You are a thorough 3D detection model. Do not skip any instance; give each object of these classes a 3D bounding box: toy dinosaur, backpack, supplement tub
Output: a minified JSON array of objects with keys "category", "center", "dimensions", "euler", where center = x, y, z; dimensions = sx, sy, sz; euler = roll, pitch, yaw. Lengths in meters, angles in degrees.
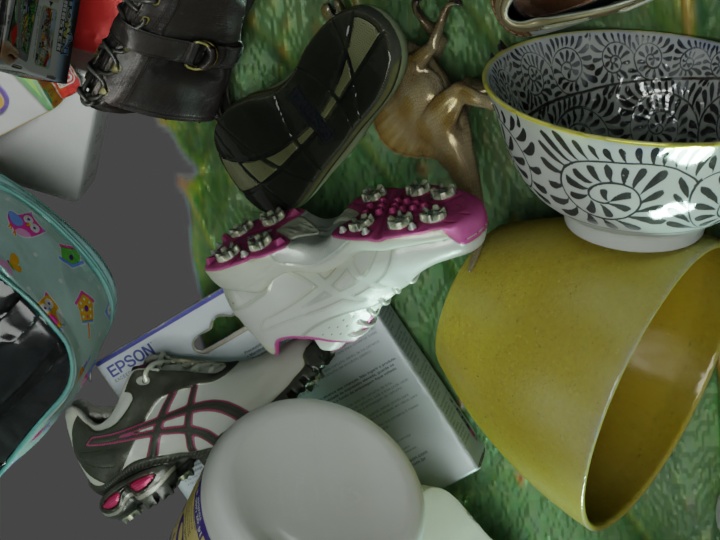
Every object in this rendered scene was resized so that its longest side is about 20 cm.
[{"category":"toy dinosaur","center":[0.056,-0.104,1.560],"dimensions":[0.101,0.058,0.201],"euler":[-38,74,20]},{"category":"backpack","center":[-0.254,0.029,1.611],"dimensions":[0.176,0.154,0.200],"euler":[41,137,-5]},{"category":"supplement tub","center":[-0.052,0.189,1.573],"dimensions":[0.145,0.146,0.200],"euler":[27,142,-1]}]

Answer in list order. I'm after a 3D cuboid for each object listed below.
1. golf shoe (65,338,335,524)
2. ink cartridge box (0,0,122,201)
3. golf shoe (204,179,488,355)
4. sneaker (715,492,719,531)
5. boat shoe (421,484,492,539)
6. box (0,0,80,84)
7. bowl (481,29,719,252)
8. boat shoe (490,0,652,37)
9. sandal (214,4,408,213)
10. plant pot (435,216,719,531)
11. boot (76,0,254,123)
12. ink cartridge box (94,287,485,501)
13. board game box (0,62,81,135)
[{"category":"golf shoe","center":[-0.111,0.088,1.619],"dimensions":[0.199,0.077,0.088],"euler":[-32,92,19]},{"category":"ink cartridge box","center":[-0.258,-0.158,1.608],"dimensions":[0.199,0.045,0.177],"euler":[16,113,3]},{"category":"golf shoe","center":[0.000,0.000,1.539],"dimensions":[0.199,0.075,0.092],"euler":[-10,114,32]},{"category":"sneaker","center":[0.302,0.119,1.586],"dimensions":[0.075,0.100,0.201],"euler":[31,109,1]},{"category":"boat shoe","center":[0.061,0.215,1.669],"dimensions":[0.068,0.072,0.200],"euler":[5,150,43]},{"category":"box","center":[-0.200,-0.221,1.502],"dimensions":[0.034,0.110,0.202],"euler":[9,90,15]},{"category":"bowl","center":[0.172,-0.071,1.486],"dimensions":[0.199,0.201,0.095],"euler":[5,115,8]},{"category":"boat shoe","center":[0.174,-0.197,1.504],"dimensions":[0.199,0.068,0.075],"euler":[-29,101,15]},{"category":"sandal","center":[-0.023,-0.101,1.560],"dimensions":[0.201,0.057,0.080],"euler":[-37,83,44]},{"category":"plant pot","center":[0.133,0.044,1.555],"dimensions":[0.141,0.200,0.201],"euler":[27,114,22]},{"category":"boot","center":[-0.134,-0.176,1.532],"dimensions":[0.199,0.069,0.175],"euler":[16,115,-35]},{"category":"ink cartridge box","center":[-0.048,0.093,1.668],"dimensions":[0.196,0.043,0.201],"euler":[-29,101,20]},{"category":"board game box","center":[-0.287,-0.116,1.593],"dimensions":[0.199,0.030,0.096],"euler":[-25,105,16]}]
